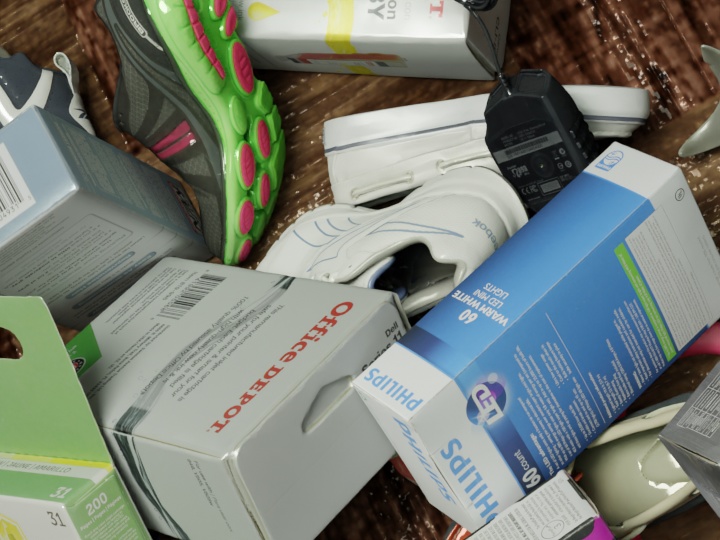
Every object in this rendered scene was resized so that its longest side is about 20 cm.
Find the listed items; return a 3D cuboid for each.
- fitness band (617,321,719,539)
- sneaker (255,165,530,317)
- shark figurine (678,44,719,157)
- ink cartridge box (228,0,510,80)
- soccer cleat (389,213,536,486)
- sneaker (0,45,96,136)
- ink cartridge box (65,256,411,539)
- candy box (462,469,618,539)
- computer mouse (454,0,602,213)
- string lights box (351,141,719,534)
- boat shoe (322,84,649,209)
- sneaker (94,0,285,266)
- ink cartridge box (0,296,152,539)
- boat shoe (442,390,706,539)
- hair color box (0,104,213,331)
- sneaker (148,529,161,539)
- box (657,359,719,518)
[{"bbox_3d":[0.202,0.126,0.997,0.143,0.037,0.201,-19,75,17],"label":"fitness band"},{"bbox_3d":[0.000,0.000,1.029,0.199,0.087,0.075,-24,104,36],"label":"sneaker"},{"bbox_3d":[0.265,-0.032,0.968,0.127,0.090,0.216,-14,67,-6],"label":"shark figurine"},{"bbox_3d":[-0.010,-0.200,1.091,0.199,0.083,0.146,4,82,18],"label":"ink cartridge box"},{"bbox_3d":[0.088,0.042,1.038,0.073,0.068,0.200,41,85,-15],"label":"soccer cleat"},{"bbox_3d":[-0.265,-0.091,1.159,0.198,0.079,0.131,-9,77,16],"label":"sneaker"},{"bbox_3d":[-0.078,0.073,0.996,0.199,0.083,0.147,8,42,46],"label":"ink cartridge box"},{"bbox_3d":[0.066,0.219,0.925,0.199,0.061,0.137,-35,111,0],"label":"candy box"},{"bbox_3d":[0.081,-0.116,0.982,0.058,0.034,0.201,-13,110,46],"label":"computer mouse"},{"bbox_3d":[0.103,0.037,0.954,0.200,0.103,0.059,-41,36,-14],"label":"string lights box"},{"bbox_3d":[0.074,-0.069,1.052,0.199,0.072,0.066,-6,90,14],"label":"boat shoe"},{"bbox_3d":[-0.102,-0.095,1.073,0.083,0.077,0.201,2,124,29],"label":"sneaker"},{"bbox_3d":[-0.189,0.112,0.979,0.145,0.048,0.201,-1,120,44],"label":"ink cartridge box"},{"bbox_3d":[0.128,0.123,0.973,0.199,0.063,0.072,-26,76,17],"label":"boat shoe"},{"bbox_3d":[-0.172,-0.024,1.052,0.099,0.200,0.061,-34,72,9],"label":"hair color box"},{"bbox_3d":[-0.133,0.207,1.081,0.201,0.076,0.077,56,139,8],"label":"sneaker"},{"bbox_3d":[0.260,0.063,0.901,0.200,0.159,0.048,-48,33,-12],"label":"box"}]
